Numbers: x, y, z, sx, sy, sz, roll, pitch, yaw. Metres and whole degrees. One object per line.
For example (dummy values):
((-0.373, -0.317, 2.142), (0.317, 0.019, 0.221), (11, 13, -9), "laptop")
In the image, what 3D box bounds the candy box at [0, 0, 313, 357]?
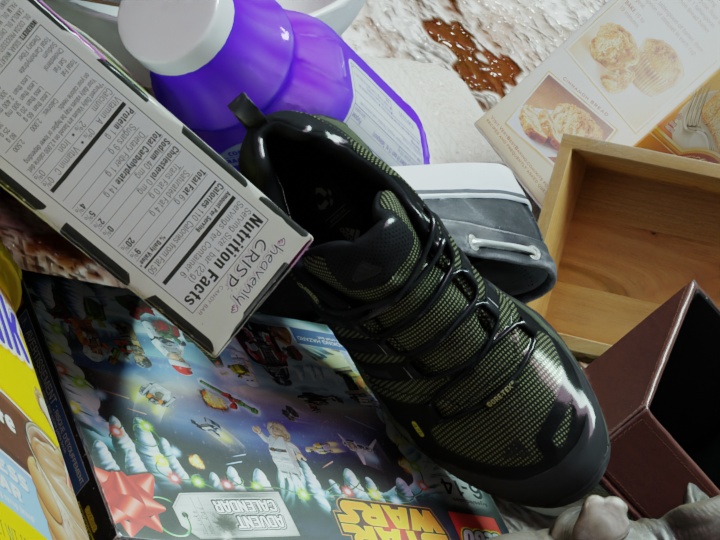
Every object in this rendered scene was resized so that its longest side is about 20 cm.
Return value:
((-0.123, -0.064, 0.879), (0.200, 0.061, 0.136), (42, -2, -26), "candy box")

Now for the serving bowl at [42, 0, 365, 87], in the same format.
((-0.091, -0.147, 1.156), (0.199, 0.066, 0.201), (7, 40, -6), "serving bowl")

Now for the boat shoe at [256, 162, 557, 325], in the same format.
((0.000, 0.000, 1.047), (0.199, 0.072, 0.068), (-5, 55, -37), "boat shoe")

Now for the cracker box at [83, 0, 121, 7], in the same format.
((-0.161, -0.187, 1.090), (0.199, 0.058, 0.134), (11, 39, -2), "cracker box")

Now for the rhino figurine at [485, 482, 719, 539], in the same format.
((0.088, 0.118, 0.909), (0.199, 0.087, 0.060), (-19, 77, -20), "rhino figurine")

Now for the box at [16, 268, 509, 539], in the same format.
((-0.040, 0.073, 0.943), (0.199, 0.040, 0.137), (11, 39, -38), "box")

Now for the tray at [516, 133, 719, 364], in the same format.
((0.175, 0.007, 1.086), (0.199, 0.099, 0.037), (13, -9, 22), "tray")

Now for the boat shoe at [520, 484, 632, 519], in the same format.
((0.116, 0.073, 1.082), (0.201, 0.065, 0.075), (20, 33, -26), "boat shoe")

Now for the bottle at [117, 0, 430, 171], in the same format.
((-0.038, -0.073, 1.044), (0.200, 0.083, 0.066), (40, 38, -60), "bottle")

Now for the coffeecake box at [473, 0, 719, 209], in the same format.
((0.177, -0.097, 1.211), (0.073, 0.200, 0.153), (53, 12, 26), "coffeecake box")

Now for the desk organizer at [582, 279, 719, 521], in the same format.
((0.176, 0.106, 1.013), (0.200, 0.077, 0.072), (46, 12, -19), "desk organizer")

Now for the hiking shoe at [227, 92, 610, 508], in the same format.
((0.015, 0.016, 0.934), (0.200, 0.076, 0.101), (46, 5, 14), "hiking shoe")

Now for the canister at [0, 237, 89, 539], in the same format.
((-0.152, 0.049, 0.776), (0.149, 0.086, 0.200), (54, 9, -51), "canister")

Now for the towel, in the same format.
((0.032, -0.045, 1.197), (0.132, 0.035, 0.200), (8, 39, -41), "towel")

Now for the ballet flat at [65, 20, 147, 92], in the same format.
((-0.163, -0.089, 1.028), (0.200, 0.062, 0.068), (38, 70, -1), "ballet flat")
